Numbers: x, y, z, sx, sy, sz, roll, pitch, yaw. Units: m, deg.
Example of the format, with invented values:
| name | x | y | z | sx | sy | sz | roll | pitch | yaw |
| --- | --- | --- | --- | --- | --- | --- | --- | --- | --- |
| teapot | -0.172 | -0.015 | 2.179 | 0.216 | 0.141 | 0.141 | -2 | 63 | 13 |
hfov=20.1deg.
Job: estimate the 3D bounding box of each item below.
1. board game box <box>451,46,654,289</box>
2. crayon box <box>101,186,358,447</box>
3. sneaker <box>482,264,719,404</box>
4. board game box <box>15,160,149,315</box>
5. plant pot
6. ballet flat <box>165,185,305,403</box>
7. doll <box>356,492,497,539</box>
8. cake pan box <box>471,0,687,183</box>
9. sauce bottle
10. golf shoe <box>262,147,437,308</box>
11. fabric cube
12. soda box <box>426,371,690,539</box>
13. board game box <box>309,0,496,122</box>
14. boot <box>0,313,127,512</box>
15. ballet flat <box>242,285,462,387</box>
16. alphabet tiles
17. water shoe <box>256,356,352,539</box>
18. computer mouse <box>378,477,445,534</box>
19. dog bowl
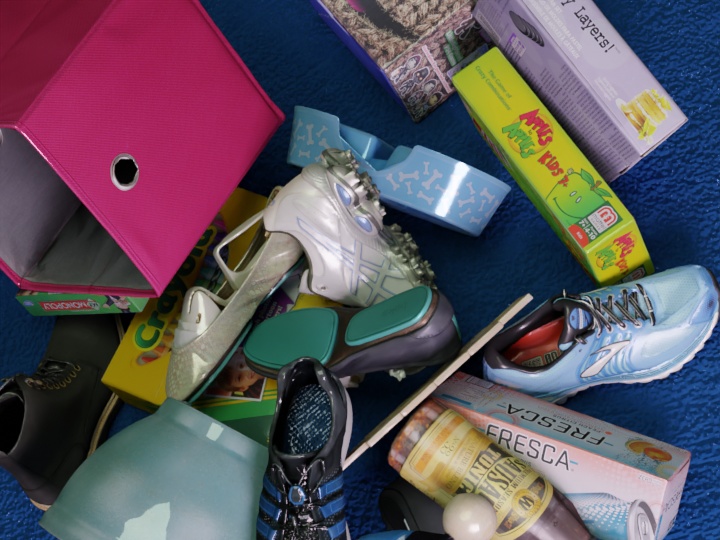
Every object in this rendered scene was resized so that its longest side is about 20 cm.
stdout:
| name | x | y | z | sx | sy | sz | roll | pitch | yaw |
| --- | --- | --- | --- | --- | --- | --- | --- | --- | --- |
| board game box | 0.155 | -0.078 | 1.641 | 0.048 | 0.102 | 0.200 | -35 | 61 | 1 |
| crayon box | -0.093 | 0.042 | 1.694 | 0.172 | 0.058 | 0.200 | 20 | 74 | 25 |
| sneaker | 0.186 | 0.049 | 1.580 | 0.200 | 0.090 | 0.079 | -25 | 61 | 6 |
| board game box | -0.196 | -0.048 | 1.731 | 0.134 | 0.029 | 0.200 | -2 | 48 | 39 |
| plant pot | -0.125 | 0.180 | 1.553 | 0.200 | 0.200 | 0.134 | 25 | 83 | 26 |
| ballet flat | -0.107 | 0.017 | 1.636 | 0.200 | 0.062 | 0.067 | -53 | 19 | -15 |
| doll | 0.026 | 0.240 | 1.451 | 0.136 | 0.048 | 0.200 | 37 | 89 | 38 |
| cake pan box | 0.166 | -0.160 | 1.595 | 0.052 | 0.200 | 0.184 | -37 | 87 | -3 |
| sauce bottle | 0.114 | 0.174 | 1.497 | 0.200 | 0.066 | 0.066 | 34 | 80 | 12 |
| golf shoe | 0.000 | 0.000 | 1.624 | 0.097 | 0.200 | 0.078 | -33 | 21 | 8 |
| fabric cube | -0.220 | -0.117 | 1.636 | 0.200 | 0.196 | 0.200 | 3 | 50 | 45 |
| soda box | 0.144 | 0.145 | 1.546 | 0.200 | 0.064 | 0.069 | 18 | 113 | 22 |
| board game box | 0.067 | -0.259 | 1.754 | 0.200 | 0.097 | 0.160 | -39 | 61 | -1 |
| boot | -0.253 | 0.087 | 1.681 | 0.077 | 0.138 | 0.201 | -5 | 64 | 17 |
| ballet flat | -0.003 | 0.062 | 1.581 | 0.200 | 0.073 | 0.073 | -14 | 61 | 38 |
| alphabet tiles | 0.054 | 0.088 | 1.572 | 0.200 | 0.166 | 0.006 | -42 | 87 | -3 |
| water shoe | -0.047 | 0.160 | 1.456 | 0.071 | 0.079 | 0.201 | -6 | 62 | 12 |
| computer mouse | 0.104 | 0.205 | 1.543 | 0.140 | 0.046 | 0.200 | -9 | 40 | -18 |
| dog bowl | 0.026 | -0.080 | 1.685 | 0.200 | 0.111 | 0.050 | 22 | 89 | 25 |
